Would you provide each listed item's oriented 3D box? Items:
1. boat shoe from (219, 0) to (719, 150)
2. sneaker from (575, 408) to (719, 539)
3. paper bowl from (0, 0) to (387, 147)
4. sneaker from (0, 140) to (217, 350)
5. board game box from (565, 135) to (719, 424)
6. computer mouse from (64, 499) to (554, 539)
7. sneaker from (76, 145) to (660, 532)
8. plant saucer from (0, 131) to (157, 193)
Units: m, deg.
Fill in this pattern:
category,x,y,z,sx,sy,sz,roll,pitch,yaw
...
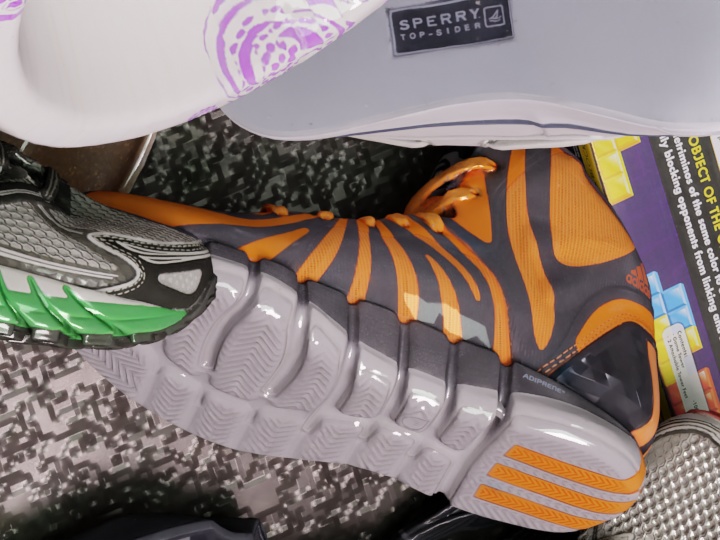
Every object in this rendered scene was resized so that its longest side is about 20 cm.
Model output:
category,x,y,z,sx,sy,sz,roll,pitch,yaw
boat shoe,0.055,-0.072,0.786,0.199,0.065,0.074,1,91,14
sneaker,0.076,0.136,0.813,0.200,0.078,0.082,-67,153,-12
paper bowl,-0.041,-0.132,0.679,0.200,0.201,0.104,-34,72,-11
sneaker,-0.127,-0.038,0.714,0.200,0.078,0.085,26,88,-8
board game box,0.142,-0.047,0.888,0.165,0.057,0.200,-24,110,-17
computer mouse,-0.024,0.093,0.872,0.200,0.034,0.059,-8,120,-26
sneaker,0.000,0.000,0.820,0.200,0.078,0.112,23,53,-15
plant saucer,-0.153,-0.073,0.775,0.200,0.037,0.201,-5,104,-20
